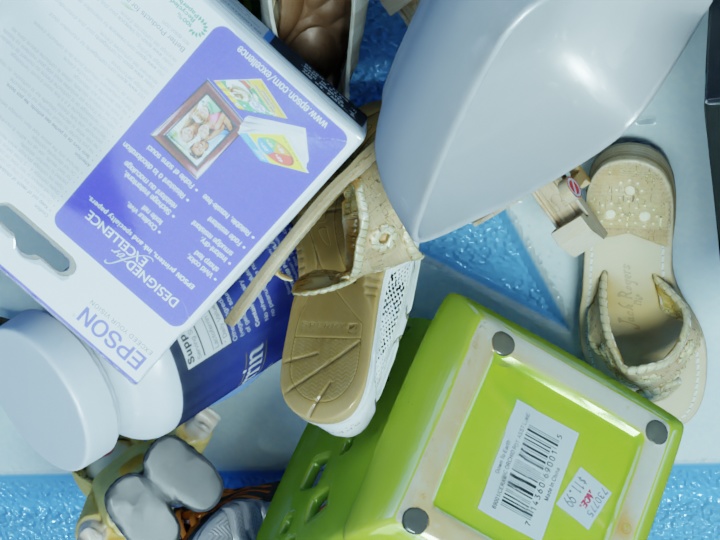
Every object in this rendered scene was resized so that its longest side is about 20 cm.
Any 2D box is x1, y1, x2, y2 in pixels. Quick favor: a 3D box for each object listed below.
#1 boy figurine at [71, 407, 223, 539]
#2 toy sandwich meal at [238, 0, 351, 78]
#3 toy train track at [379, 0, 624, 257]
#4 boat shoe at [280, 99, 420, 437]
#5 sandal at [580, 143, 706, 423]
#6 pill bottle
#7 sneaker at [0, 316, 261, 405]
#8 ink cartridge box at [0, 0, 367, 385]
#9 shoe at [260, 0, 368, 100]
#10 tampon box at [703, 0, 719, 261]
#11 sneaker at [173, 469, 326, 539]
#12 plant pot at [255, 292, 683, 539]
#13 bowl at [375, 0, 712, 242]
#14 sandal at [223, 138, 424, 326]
[{"bbox_3d":[-0.143,0.135,1.342,0.124,0.200,0.064,-45,103,-10],"label":"boy figurine"},{"bbox_3d":[-0.102,-0.136,1.182,0.204,0.070,0.206,6,126,8],"label":"toy sandwich meal"},{"bbox_3d":[0.073,-0.090,1.172,0.114,0.033,0.200,-32,99,31],"label":"toy train track"},{"bbox_3d":[0.000,0.000,1.191,0.070,0.201,0.069,8,162,21],"label":"boat shoe"},{"bbox_3d":[0.167,0.031,1.234,0.077,0.070,0.213,-2,124,14],"label":"sandal"},{"bbox_3d":[-0.116,0.029,1.209,0.115,0.200,0.116,34,141,33],"label":"pill bottle"},{"bbox_3d":[-0.157,0.052,1.329,0.199,0.070,0.078,-12,127,20],"label":"sneaker"},{"bbox_3d":[-0.131,-0.073,1.102,0.198,0.043,0.200,42,108,-7],"label":"ink cartridge box"},{"bbox_3d":[-0.021,-0.157,1.095,0.069,0.054,0.201,-7,138,-8],"label":"shoe"},{"bbox_3d":[0.258,-0.051,1.114,0.125,0.150,0.201,-4,124,13],"label":"tampon box"},{"bbox_3d":[-0.096,0.188,1.340,0.111,0.200,0.078,-13,90,24],"label":"sneaker"},{"bbox_3d":[0.070,0.140,1.225,0.198,0.201,0.181,30,153,-9],"label":"plant pot"},{"bbox_3d":[0.095,-0.125,1.049,0.075,0.199,0.200,49,143,20],"label":"bowl"},{"bbox_3d":[0.014,-0.037,1.125,0.069,0.078,0.212,36,86,-2],"label":"sandal"}]
